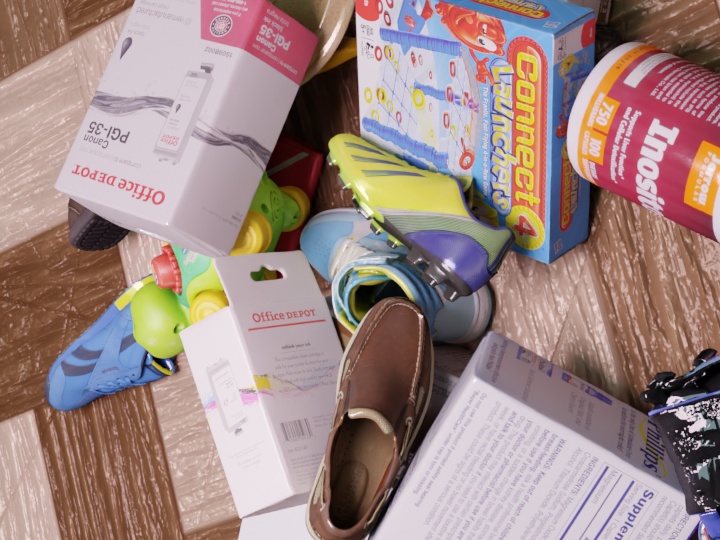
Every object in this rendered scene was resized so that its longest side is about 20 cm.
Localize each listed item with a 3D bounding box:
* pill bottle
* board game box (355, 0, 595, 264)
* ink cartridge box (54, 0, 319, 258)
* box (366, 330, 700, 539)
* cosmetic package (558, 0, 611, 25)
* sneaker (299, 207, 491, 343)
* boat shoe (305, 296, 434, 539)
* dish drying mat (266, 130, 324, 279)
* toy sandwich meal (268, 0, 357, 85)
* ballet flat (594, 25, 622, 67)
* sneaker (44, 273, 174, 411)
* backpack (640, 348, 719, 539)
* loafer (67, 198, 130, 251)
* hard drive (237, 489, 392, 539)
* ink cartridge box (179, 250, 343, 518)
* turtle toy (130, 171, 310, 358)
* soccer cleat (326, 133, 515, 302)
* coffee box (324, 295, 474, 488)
[{"bbox_3d":[0.259,-0.083,1.340,0.200,0.113,0.113,29,107,34],"label":"pill bottle"},{"bbox_3d":[0.089,-0.129,1.458,0.195,0.056,0.201,22,129,36],"label":"board game box"},{"bbox_3d":[-0.142,-0.127,1.499,0.146,0.083,0.201,18,82,39],"label":"ink cartridge box"},{"bbox_3d":[0.134,0.181,1.390,0.200,0.105,0.184,30,111,1],"label":"box"},{"bbox_3d":[0.107,-0.260,1.483,0.200,0.074,0.102,12,98,38],"label":"cosmetic package"},{"bbox_3d":[0.000,0.000,1.527,0.200,0.130,0.080,25,107,35],"label":"sneaker"},{"bbox_3d":[0.013,0.114,1.401,0.074,0.075,0.203,14,78,-1],"label":"boat shoe"},{"bbox_3d":[-0.089,-0.026,1.666,0.077,0.018,0.201,29,107,33],"label":"dish drying mat"},{"bbox_3d":[-0.067,-0.234,1.577,0.205,0.070,0.206,-6,80,38],"label":"toy sandwich meal"},{"bbox_3d":[0.126,-0.158,1.493,0.200,0.057,0.067,-3,115,42],"label":"ballet flat"},{"bbox_3d":[-0.228,0.088,1.744,0.200,0.066,0.079,-43,69,29],"label":"sneaker"},{"bbox_3d":[0.319,0.096,1.264,0.200,0.182,0.135,-24,84,23],"label":"backpack"},{"bbox_3d":[-0.214,-0.099,1.687,0.200,0.073,0.071,-41,59,31],"label":"loafer"},{"bbox_3d":[-0.030,0.238,1.582,0.200,0.027,0.132,7,82,46],"label":"hard drive"},{"bbox_3d":[-0.070,0.089,1.487,0.067,0.116,0.201,-28,75,38],"label":"ink cartridge box"},{"bbox_3d":[-0.131,-0.006,1.588,0.101,0.146,0.200,29,109,8],"label":"turtle toy"},{"bbox_3d":[0.048,-0.055,1.464,0.084,0.065,0.200,-42,52,-3],"label":"soccer cleat"},{"bbox_3d":[0.028,0.108,1.536,0.200,0.080,0.115,26,108,35],"label":"coffee box"}]
